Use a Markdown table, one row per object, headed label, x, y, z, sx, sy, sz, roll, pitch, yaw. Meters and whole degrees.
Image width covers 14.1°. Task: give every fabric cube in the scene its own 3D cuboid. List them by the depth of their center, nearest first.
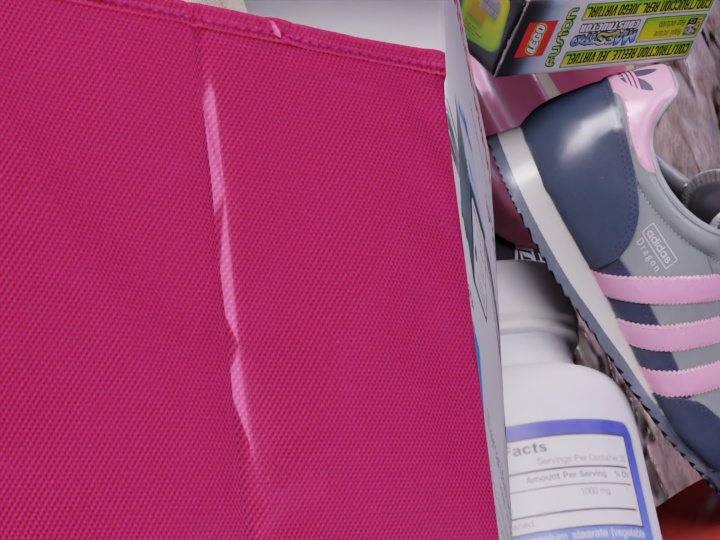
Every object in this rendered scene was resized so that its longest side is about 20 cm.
| label | x | y | z | sx | sy | sz | roll | pitch | yaw |
| --- | --- | --- | --- | --- | --- | --- | --- | --- | --- |
| fabric cube | -0.098 | 0.056 | 0.658 | 0.200 | 0.195 | 0.201 | 6 | 74 | -53 |

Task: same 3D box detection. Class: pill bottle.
| label | x | y | z | sx | sy | sz | roll | pitch | yaw |
| --- | --- | --- | --- | --- | --- | --- | --- | --- | --- |
| pill bottle | 0.060 | 0.103 | 1.123 | 0.112 | 0.112 | 0.201 | 23 | 51 | -59 |

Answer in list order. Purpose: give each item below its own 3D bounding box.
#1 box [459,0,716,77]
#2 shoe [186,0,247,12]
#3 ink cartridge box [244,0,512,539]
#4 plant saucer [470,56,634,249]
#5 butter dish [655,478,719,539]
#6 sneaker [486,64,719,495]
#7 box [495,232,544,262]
| label | x | y | z | sx | sy | sz | roll | pitch | yaw |
| --- | --- | --- | --- | --- | --- | --- | --- | --- | --- |
| box | 0.034 | -0.149 | 1.117 | 0.110 | 0.035 | 0.200 | -8 | 44 | -43 |
| shoe | -0.075 | -0.119 | 0.987 | 0.053 | 0.070 | 0.200 | 14 | 27 | -17 |
| ink cartridge box | 0.000 | 0.000 | 0.981 | 0.147 | 0.085 | 0.201 | 74 | 13 | -52 |
| plant saucer | 0.065 | -0.111 | 1.241 | 0.201 | 0.051 | 0.201 | 45 | 35 | -44 |
| butter dish | 0.138 | 0.154 | 1.209 | 0.148 | 0.200 | 0.200 | 40 | 33 | -16 |
| sneaker | 0.130 | 0.008 | 1.128 | 0.200 | 0.082 | 0.070 | 53 | 10 | -31 |
| box | 0.011 | -0.064 | 1.211 | 0.200 | 0.048 | 0.159 | 5 | 69 | -64 |
